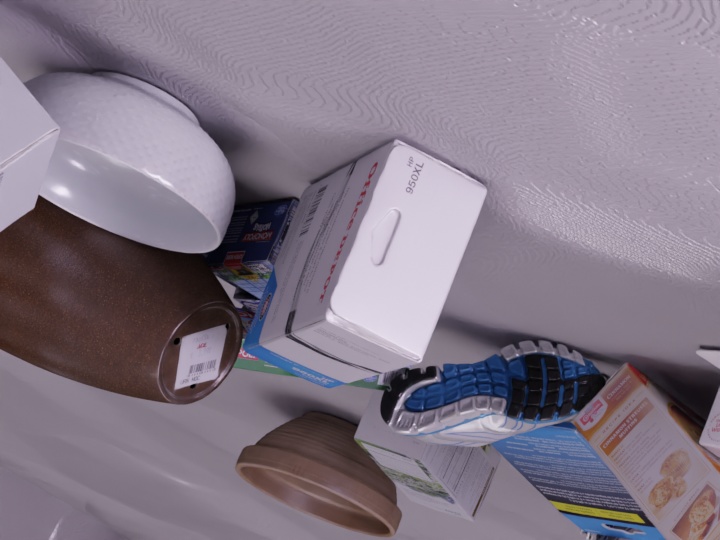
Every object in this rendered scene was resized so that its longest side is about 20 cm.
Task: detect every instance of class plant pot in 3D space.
[{"bbox_3d":[-0.197,0.027,1.799,0.200,0.187,0.187,31,171,35],"label":"plant pot"},{"bbox_3d":[-0.036,0.223,2.464,0.200,0.093,0.201,21,163,7],"label":"plant pot"}]

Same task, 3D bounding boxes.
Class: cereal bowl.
[{"bbox_3d":[-0.184,-0.095,1.664,0.199,0.084,0.200,20,164,6],"label":"cereal bowl"}]

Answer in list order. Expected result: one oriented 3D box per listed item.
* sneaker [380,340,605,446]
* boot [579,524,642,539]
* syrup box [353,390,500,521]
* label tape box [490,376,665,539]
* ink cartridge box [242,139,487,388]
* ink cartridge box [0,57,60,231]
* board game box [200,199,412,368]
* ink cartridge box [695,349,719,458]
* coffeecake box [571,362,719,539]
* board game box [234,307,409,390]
[{"bbox_3d":[0.124,0.115,1.878,0.199,0.075,0.087,-8,151,24],"label":"sneaker"},{"bbox_3d":[0.243,0.261,2.103,0.090,0.073,0.200,18,-159,25],"label":"boot"},{"bbox_3d":[0.071,0.182,2.206,0.078,0.082,0.200,17,163,26],"label":"syrup box"},{"bbox_3d":[0.212,0.171,1.967,0.143,0.066,0.200,2,147,50],"label":"label tape box"},{"bbox_3d":[0.000,0.000,1.606,0.084,0.145,0.200,25,164,-15],"label":"ink cartridge box"},{"bbox_3d":[-0.317,-0.125,1.564,0.200,0.084,0.146,50,154,7],"label":"ink cartridge box"},{"bbox_3d":[-0.046,0.016,1.873,0.199,0.062,0.200,33,161,-28],"label":"board game box"},{"bbox_3d":[0.353,0.137,1.707,0.200,0.068,0.115,35,160,-34],"label":"ink cartridge box"},{"bbox_3d":[0.284,0.187,1.775,0.153,0.073,0.200,34,-167,-42],"label":"coffeecake box"},{"bbox_3d":[-0.069,0.067,1.938,0.199,0.029,0.135,10,-169,-17],"label":"board game box"}]
